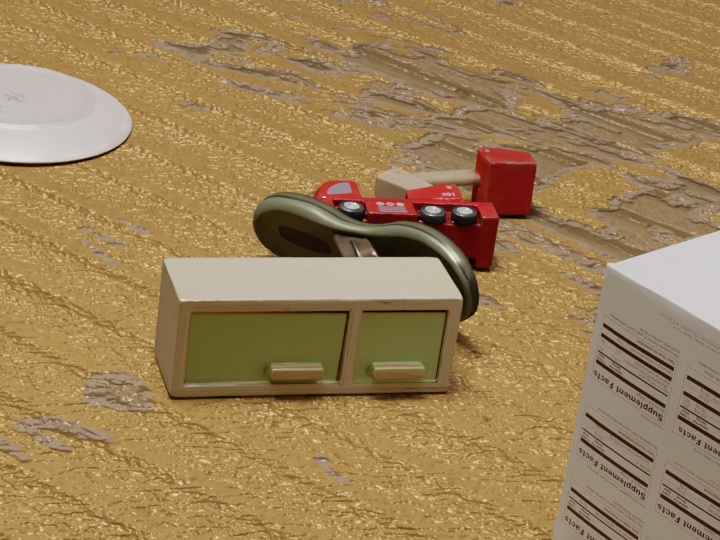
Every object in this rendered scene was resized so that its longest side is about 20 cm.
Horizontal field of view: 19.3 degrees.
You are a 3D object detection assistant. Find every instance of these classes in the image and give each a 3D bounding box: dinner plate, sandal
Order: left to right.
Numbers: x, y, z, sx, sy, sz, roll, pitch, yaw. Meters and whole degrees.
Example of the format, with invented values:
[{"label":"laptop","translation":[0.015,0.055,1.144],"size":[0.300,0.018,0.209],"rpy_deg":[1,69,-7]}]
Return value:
[{"label":"dinner plate","translation":[-0.293,-0.140,1.803],"size":[0.199,0.024,0.200],"rpy_deg":[6,27,-3]},{"label":"sandal","translation":[-0.001,0.001,1.562],"size":[0.200,0.080,0.057],"rpy_deg":[16,44,29]}]

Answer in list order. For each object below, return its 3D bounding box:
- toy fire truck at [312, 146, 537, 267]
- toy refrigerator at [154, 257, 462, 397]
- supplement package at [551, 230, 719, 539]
[{"label":"toy fire truck","translation":[0.051,-0.053,1.697],"size":[0.199,0.049,0.141],"rpy_deg":[2,26,-11]},{"label":"toy refrigerator","translation":[-0.036,0.039,1.457],"size":[0.199,0.076,0.070],"rpy_deg":[0,27,-18]},{"label":"supplement package","translation":[0.245,0.094,1.288],"size":[0.191,0.201,0.147],"rpy_deg":[-15,35,-38]}]
